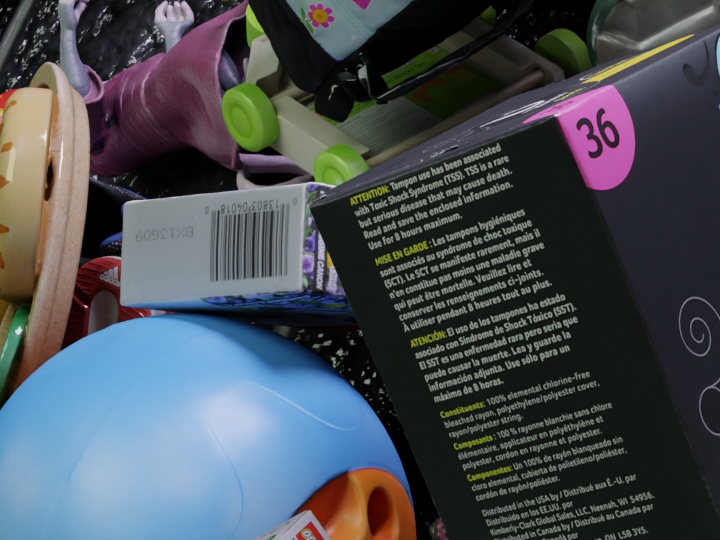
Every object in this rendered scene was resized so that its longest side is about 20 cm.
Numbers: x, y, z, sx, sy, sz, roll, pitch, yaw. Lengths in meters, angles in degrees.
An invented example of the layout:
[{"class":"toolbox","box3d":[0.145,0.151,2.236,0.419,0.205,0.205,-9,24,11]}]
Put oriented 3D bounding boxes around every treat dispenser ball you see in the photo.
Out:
[{"class":"treat dispenser ball","box3d":[-0.075,0.119,1.116,0.200,0.201,0.202,-23,48,28]}]

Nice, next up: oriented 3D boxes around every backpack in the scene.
[{"class":"backpack","box3d":[0.044,-0.177,1.154,0.200,0.127,0.167,-37,9,48]}]

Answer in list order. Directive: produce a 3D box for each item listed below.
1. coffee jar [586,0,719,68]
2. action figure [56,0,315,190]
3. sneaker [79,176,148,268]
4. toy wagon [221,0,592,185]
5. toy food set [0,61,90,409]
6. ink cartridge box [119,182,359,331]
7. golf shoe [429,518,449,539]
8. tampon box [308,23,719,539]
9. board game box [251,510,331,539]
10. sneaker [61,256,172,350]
[{"class":"coffee jar","box3d":[0.156,-0.118,1.110,0.085,0.105,0.200,-26,19,22]},{"class":"action figure","box3d":[-0.095,-0.087,1.387,0.199,0.134,0.150,-20,85,39]},{"class":"sneaker","box3d":[-0.152,-0.023,1.382,0.199,0.078,0.076,8,66,44]},{"class":"toy wagon","box3d":[0.008,-0.094,1.251,0.155,0.040,0.200,-28,45,-31]},{"class":"toy food set","box3d":[-0.174,-0.003,1.258,0.200,0.048,0.199,-126,48,-67]},{"class":"ink cartridge box","box3d":[0.000,0.000,1.161,0.109,0.200,0.051,-4,81,40]},{"class":"golf shoe","box3d":[0.037,0.183,1.054,0.072,0.092,0.200,26,76,40]},{"class":"tampon box","box3d":[0.102,0.028,0.973,0.126,0.201,0.150,-18,8,41]},{"class":"board game box","box3d":[-0.057,0.183,0.986,0.200,0.127,0.035,-32,4,38]},{"class":"sneaker","box3d":[-0.100,0.086,1.273,0.078,0.115,0.201,29,113,31]}]
